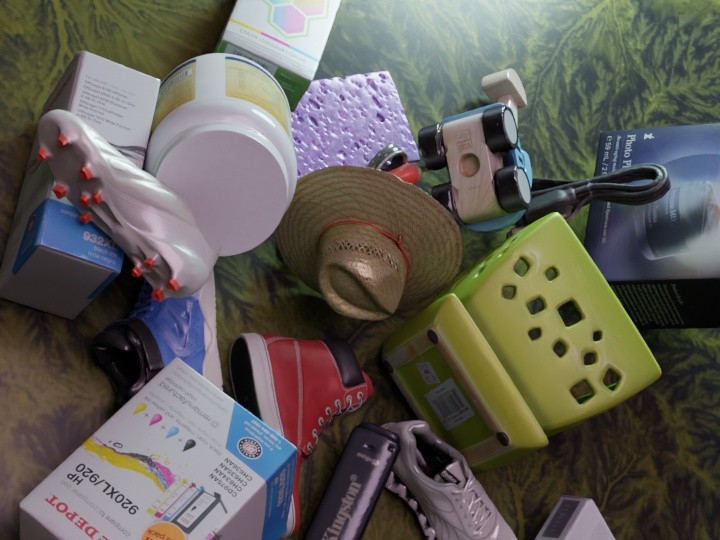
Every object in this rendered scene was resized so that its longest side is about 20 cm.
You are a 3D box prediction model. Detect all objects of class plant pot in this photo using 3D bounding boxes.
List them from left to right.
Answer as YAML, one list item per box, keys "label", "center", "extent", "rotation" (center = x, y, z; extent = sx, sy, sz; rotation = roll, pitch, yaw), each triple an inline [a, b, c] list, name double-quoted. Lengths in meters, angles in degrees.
- label: "plant pot"
  center: [0.147, 0.089, 1.556]
  extent: [0.181, 0.200, 0.200]
  rotation: [-32, 87, -27]

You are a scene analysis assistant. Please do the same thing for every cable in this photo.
- label: "cable"
  center: [0.000, -0.066, 1.606]
  extent: [0.199, 0.050, 0.098]
  rotation: [-25, 127, -37]
- label: "cable"
  center: [0.236, -0.074, 1.683]
  extent: [0.198, 0.051, 0.098]
  rotation: [-16, 37, 5]

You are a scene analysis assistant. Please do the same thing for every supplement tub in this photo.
- label: "supplement tub"
  center: [-0.133, -0.110, 1.466]
  extent: [0.143, 0.145, 0.201]
  rotation: [26, 21, -16]

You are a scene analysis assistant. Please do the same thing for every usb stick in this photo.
- label: "usb stick"
  center: [-0.020, 0.240, 1.472]
  extent: [0.055, 0.033, 0.202]
  rotation: [18, 69, 21]

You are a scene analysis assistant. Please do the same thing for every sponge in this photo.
- label: "sponge"
  center: [-0.039, -0.147, 1.648]
  extent: [0.198, 0.030, 0.113]
  rotation: [-12, 75, -30]

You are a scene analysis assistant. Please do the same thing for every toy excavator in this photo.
- label: "toy excavator"
  center: [0.142, -0.133, 1.680]
  extent: [0.200, 0.099, 0.197]
  rotation: [13, 65, -66]

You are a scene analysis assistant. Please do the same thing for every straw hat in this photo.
- label: "straw hat"
  center: [0.000, 0.000, 1.503]
  extent: [0.199, 0.201, 0.086]
  rotation: [25, 43, -16]

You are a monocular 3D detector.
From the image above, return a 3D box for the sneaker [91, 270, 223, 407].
- label: "sneaker"
  center: [-0.198, 0.041, 1.458]
  extent: [0.110, 0.076, 0.203]
  rotation: [1, 76, -37]

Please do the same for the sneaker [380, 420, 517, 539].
- label: "sneaker"
  center: [0.092, 0.228, 1.536]
  extent: [0.200, 0.081, 0.075]
  rotation: [46, 55, -6]

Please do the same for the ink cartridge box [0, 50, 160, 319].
- label: "ink cartridge box"
  center: [-0.261, -0.077, 1.432]
  extent: [0.083, 0.145, 0.202]
  rotation: [18, 63, -21]

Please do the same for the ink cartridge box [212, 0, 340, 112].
- label: "ink cartridge box"
  center: [-0.081, -0.275, 1.641]
  extent: [0.103, 0.059, 0.202]
  rotation: [25, 53, -10]

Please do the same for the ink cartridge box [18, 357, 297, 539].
- label: "ink cartridge box"
  center: [-0.175, 0.214, 1.336]
  extent: [0.147, 0.145, 0.200]
  rotation: [34, 55, 17]

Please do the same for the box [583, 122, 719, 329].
- label: "box"
  center: [0.358, -0.049, 1.700]
  extent: [0.123, 0.196, 0.202]
  rotation: [52, 43, -51]

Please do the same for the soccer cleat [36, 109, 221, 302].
- label: "soccer cleat"
  center: [-0.201, -0.063, 1.338]
  extent: [0.201, 0.069, 0.078]
  rotation: [51, 49, -15]

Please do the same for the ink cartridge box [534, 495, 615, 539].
- label: "ink cartridge box"
  center: [0.211, 0.361, 1.566]
  extent: [0.200, 0.043, 0.174]
  rotation: [-51, 123, -33]

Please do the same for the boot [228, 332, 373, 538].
- label: "boot"
  center: [-0.044, 0.158, 1.500]
  extent: [0.143, 0.072, 0.202]
  rotation: [4, 65, -28]
